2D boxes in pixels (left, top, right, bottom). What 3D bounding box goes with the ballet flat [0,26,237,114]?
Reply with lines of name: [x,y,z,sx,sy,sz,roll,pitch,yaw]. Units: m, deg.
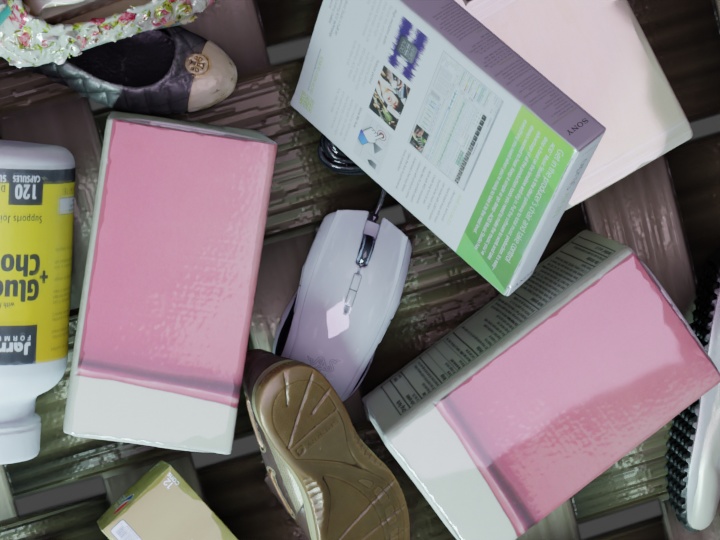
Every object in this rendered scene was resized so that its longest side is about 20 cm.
ballet flat: [-0.176,-0.150,1.171,0.199,0.057,0.067,17,68,-9]

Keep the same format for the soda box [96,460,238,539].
soda box: [-0.087,0.223,1.214,0.064,0.068,0.200,-42,96,-10]

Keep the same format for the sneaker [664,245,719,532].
sneaker: [0.271,0.087,1.248,0.093,0.070,0.201,9,93,-2]

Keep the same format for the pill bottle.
pill bottle: [-0.242,0.018,1.159,0.111,0.112,0.202,2,96,-7]

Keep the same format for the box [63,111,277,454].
box: [-0.123,0.004,1.164,0.108,0.128,0.202,8,96,-8]

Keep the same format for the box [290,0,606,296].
box: [0.049,-0.096,1.128,0.200,0.145,0.036,44,53,17]

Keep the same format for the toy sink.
toy sink: [0.116,-0.154,1.174,0.112,0.130,0.201,-30,98,-3]

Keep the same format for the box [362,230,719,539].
box: [0.116,0.079,1.193,0.200,0.128,0.109,-37,99,-1]

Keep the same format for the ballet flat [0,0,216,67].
ballet flat: [-0.144,-0.185,1.137,0.199,0.064,0.076,-32,85,-26]

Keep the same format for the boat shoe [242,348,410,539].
boat shoe: [-0.029,0.136,1.223,0.072,0.072,0.201,-38,121,-16]

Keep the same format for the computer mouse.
computer mouse: [0.000,0.000,1.221,0.109,0.044,0.201,18,94,-9]
